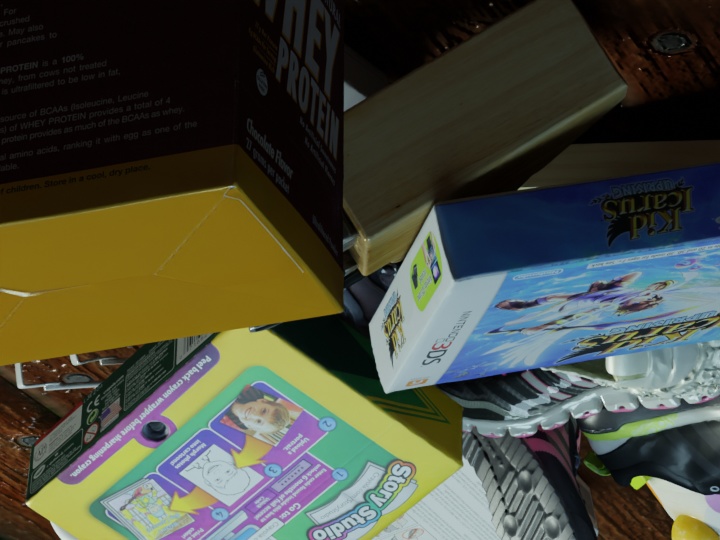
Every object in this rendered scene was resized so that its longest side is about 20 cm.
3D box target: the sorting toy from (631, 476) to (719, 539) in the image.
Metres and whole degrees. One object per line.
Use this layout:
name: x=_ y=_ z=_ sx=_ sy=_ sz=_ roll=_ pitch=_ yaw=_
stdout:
sorting toy: x=0.217 y=0.083 z=1.784 sx=0.199 sy=0.107 sz=0.180 roll=-19 pitch=130 yaw=35

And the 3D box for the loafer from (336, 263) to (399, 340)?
loafer: x=0.000 y=0.000 z=1.633 sx=0.072 sy=0.063 sz=0.200 roll=33 pitch=171 yaw=33

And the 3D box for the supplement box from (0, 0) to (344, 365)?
supplement box: x=-0.117 y=-0.084 z=1.267 sx=0.196 sy=0.201 sz=0.133 roll=-9 pitch=153 yaw=18

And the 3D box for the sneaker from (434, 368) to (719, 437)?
sneaker: x=0.124 y=0.040 z=1.655 sx=0.199 sy=0.074 sz=0.088 roll=-10 pitch=120 yaw=24

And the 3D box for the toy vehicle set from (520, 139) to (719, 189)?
toy vehicle set: x=0.164 y=-0.029 z=1.533 sx=0.199 sy=0.027 sz=0.124 roll=-1 pitch=154 yaw=31

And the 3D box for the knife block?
knife block: x=0.013 y=-0.049 z=1.372 sx=0.200 sy=0.064 sz=0.175 roll=-41 pitch=166 yaw=37

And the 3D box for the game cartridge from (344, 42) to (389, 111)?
game cartridge: x=-0.090 y=-0.074 z=1.440 sx=0.199 sy=0.041 sz=0.133 roll=-27 pitch=133 yaw=30

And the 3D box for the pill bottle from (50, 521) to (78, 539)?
pill bottle: x=-0.114 y=0.167 z=1.911 sx=0.110 sy=0.112 sz=0.200 roll=-15 pitch=151 yaw=29

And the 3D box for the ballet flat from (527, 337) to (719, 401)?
ballet flat: x=0.128 y=0.040 z=1.571 sx=0.198 sy=0.072 sz=0.072 roll=7 pitch=158 yaw=17

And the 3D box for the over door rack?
over door rack: x=-0.108 y=0.075 z=1.728 sx=0.199 sy=0.067 sz=0.148 roll=9 pitch=168 yaw=-20

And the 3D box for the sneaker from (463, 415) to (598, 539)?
sneaker: x=0.116 y=0.121 z=1.731 sx=0.082 sy=0.201 sz=0.070 roll=0 pitch=140 yaw=-35

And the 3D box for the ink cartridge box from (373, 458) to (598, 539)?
ink cartridge box: x=0.054 y=0.164 z=1.952 sx=0.175 sy=0.045 sz=0.200 roll=-19 pitch=150 yaw=15

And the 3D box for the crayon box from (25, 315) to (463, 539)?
crayon box: x=-0.067 y=0.108 z=1.636 sx=0.172 sy=0.058 sz=0.200 roll=36 pitch=120 yaw=-26

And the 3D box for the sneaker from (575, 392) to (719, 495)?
sneaker: x=0.224 y=0.091 z=1.675 sx=0.199 sy=0.072 sz=0.083 roll=-5 pitch=122 yaw=30

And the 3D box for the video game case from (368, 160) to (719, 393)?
video game case: x=0.118 y=0.003 z=1.438 sx=0.198 sy=0.046 sz=0.181 roll=-9 pitch=163 yaw=-13
